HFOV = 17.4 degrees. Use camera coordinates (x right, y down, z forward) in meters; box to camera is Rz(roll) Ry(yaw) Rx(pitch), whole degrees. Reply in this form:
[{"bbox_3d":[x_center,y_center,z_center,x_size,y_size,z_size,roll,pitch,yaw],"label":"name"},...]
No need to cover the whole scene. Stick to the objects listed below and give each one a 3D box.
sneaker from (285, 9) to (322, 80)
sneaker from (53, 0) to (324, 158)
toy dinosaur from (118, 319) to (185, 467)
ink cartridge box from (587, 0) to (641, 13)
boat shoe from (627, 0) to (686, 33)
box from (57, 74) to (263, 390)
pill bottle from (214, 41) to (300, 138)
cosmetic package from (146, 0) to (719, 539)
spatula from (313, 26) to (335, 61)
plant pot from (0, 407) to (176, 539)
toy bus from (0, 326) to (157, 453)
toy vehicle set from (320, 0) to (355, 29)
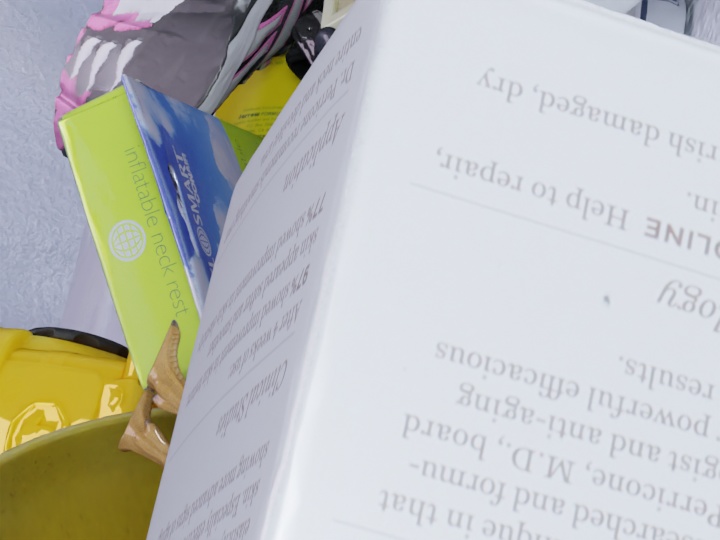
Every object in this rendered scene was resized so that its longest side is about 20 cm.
[{"bbox_3d":[0.011,-0.113,1.089,0.074,0.087,0.200,63,-143,-61],"label":"sneaker"},{"bbox_3d":[-0.057,-0.117,1.102,0.200,0.080,0.086,-52,-29,9],"label":"sneaker"},{"bbox_3d":[-0.034,0.069,0.862,0.200,0.106,0.060,-76,10,-74],"label":"toy dinosaur"},{"bbox_3d":[0.074,-0.183,0.756,0.145,0.083,0.200,-39,32,18],"label":"ink cartridge box"},{"bbox_3d":[0.045,-0.019,0.856,0.075,0.086,0.202,-109,37,-71],"label":"boat shoe"},{"bbox_3d":[-0.063,-0.007,1.006,0.122,0.048,0.200,70,-165,11],"label":"box"},{"bbox_3d":[-0.012,-0.108,1.190,0.109,0.109,0.200,132,152,-65],"label":"pill bottle"},{"bbox_3d":[0.042,0.064,0.557,0.167,0.166,0.200,135,149,-68],"label":"cosmetic package"},{"bbox_3d":[0.000,0.000,0.877,0.057,0.021,0.200,34,138,48],"label":"spatula"},{"bbox_3d":[-0.067,0.157,0.961,0.200,0.200,0.142,-108,14,-70],"label":"plant pot"},{"bbox_3d":[-0.085,0.111,1.184,0.192,0.200,0.136,-5,66,39],"label":"toy bus"},{"bbox_3d":[0.071,-0.165,0.850,0.200,0.027,0.124,-29,37,33],"label":"toy vehicle set"}]
